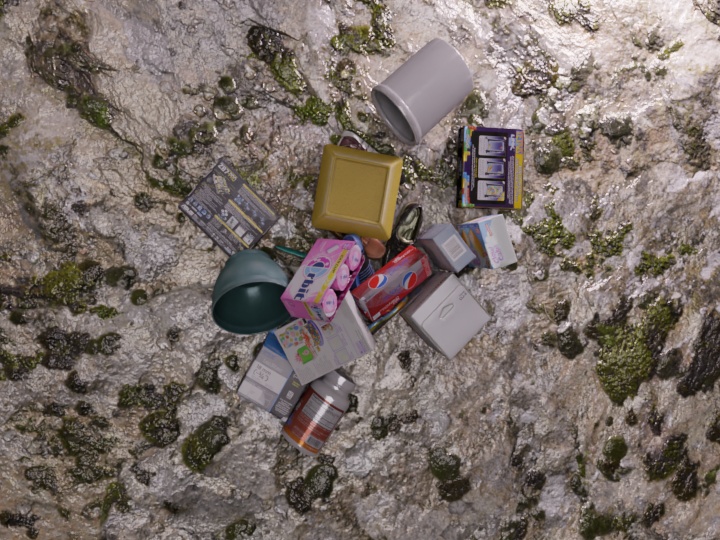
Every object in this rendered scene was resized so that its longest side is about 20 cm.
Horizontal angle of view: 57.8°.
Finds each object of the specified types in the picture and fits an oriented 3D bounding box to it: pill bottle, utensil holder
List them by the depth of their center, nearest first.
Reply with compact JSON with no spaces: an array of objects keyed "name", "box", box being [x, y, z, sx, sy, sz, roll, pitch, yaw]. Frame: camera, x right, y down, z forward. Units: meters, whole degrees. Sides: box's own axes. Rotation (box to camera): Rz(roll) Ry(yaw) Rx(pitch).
[{"name":"utensil holder","box":[0.151,-0.430,1.574,0.199,0.170,0.171,-41,96,-6]},{"name":"pill bottle","box":[-0.097,0.340,1.598,0.111,0.112,0.202,34,87,-7]}]

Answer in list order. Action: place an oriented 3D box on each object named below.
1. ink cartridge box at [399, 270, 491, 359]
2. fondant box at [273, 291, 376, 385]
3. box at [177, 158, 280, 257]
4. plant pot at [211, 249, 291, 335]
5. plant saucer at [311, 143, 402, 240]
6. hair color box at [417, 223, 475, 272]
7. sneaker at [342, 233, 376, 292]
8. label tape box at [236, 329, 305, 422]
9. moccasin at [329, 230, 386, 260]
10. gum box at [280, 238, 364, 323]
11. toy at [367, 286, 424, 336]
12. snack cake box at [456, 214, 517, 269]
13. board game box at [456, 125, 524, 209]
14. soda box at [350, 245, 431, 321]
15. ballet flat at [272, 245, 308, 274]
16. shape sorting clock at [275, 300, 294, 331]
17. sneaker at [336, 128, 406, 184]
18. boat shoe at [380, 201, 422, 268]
[{"name":"ink cartridge box","box":[0.195,0.102,1.581,0.145,0.200,0.145,-44,96,-3]},{"name":"fondant box","box":[-0.082,0.158,1.528,0.197,0.058,0.146,-27,95,12]},{"name":"box","box":[-0.317,-0.142,1.585,0.200,0.049,0.162,43,88,-6]},{"name":"plant pot","box":[-0.257,0.038,1.537,0.196,0.202,0.136,-12,52,-6]},{"name":"plant saucer","box":[-0.008,-0.187,1.550,0.195,0.048,0.205,10,91,-1]},{"name":"hair color box","box":[0.202,-0.055,1.576,0.060,0.200,0.100,-38,96,-4]},{"name":"sneaker","box":[0.000,0.000,1.598,0.077,0.069,0.204,-29,123,-44]},{"name":"label tape box","box":[-0.196,0.243,1.606,0.142,0.063,0.203,30,89,-8]},{"name":"moccasin","box":[-0.019,-0.099,1.607,0.201,0.078,0.074,43,76,-6]},{"name":"gum box","box":[-0.081,0.015,1.486,0.202,0.111,0.067,-61,141,-33]},{"name":"toy","box":[0.061,0.095,1.605,0.047,0.115,0.200,45,87,-8]},{"name":"snack cake box","box":[0.303,-0.069,1.588,0.066,0.200,0.118,-18,94,-5]},{"name":"board game box","box":[0.329,-0.258,1.658,0.161,0.057,0.205,2,91,-9]},{"name":"soda box","box":[0.076,0.029,1.567,0.199,0.070,0.064,-37,127,-17]},{"name":"ballet flat","box":[-0.121,-0.014,1.609,0.195,0.068,0.077,6,101,-11]},{"name":"shape sorting clock","box":[-0.113,0.128,1.611,0.195,0.039,0.205,2,82,-12]},{"name":"sneaker","box":[0.011,-0.248,1.618,0.199,0.076,0.116,38,95,2]},{"name":"boat shoe","box":[0.104,-0.075,1.630,0.070,0.066,0.205,22,89,-7]}]
